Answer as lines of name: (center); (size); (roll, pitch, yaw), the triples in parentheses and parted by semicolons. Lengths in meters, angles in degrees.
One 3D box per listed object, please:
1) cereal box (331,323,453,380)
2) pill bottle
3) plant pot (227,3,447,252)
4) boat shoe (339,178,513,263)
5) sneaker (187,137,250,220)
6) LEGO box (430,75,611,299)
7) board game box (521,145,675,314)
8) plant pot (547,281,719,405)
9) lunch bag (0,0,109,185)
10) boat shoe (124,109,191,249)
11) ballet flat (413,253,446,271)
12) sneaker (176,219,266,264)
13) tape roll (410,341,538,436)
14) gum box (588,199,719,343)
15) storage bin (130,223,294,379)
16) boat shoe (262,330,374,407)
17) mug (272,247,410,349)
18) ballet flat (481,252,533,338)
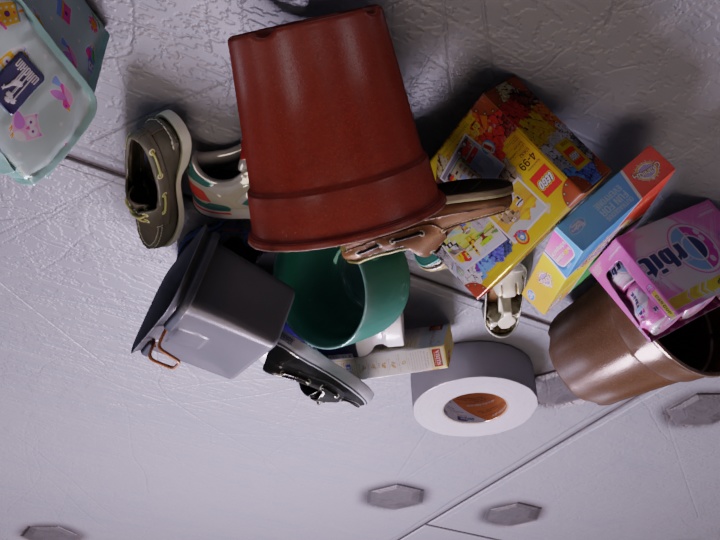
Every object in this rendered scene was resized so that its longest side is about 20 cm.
cereal box: (0.031, 0.121, 1.314); (0.200, 0.040, 0.144); (-8, -173, 11)
pill bottle: (-0.042, 0.063, 1.242); (0.200, 0.116, 0.116); (-6, 143, 4)
plant pot: (-0.032, -0.142, 0.873); (0.200, 0.201, 0.196); (-9, 107, 10)
boat shoe: (0.069, -0.052, 0.971); (0.200, 0.072, 0.068); (-8, 104, 23)
sneaker: (-0.103, -0.107, 1.048); (0.199, 0.070, 0.093); (0, 149, 3)
LEGO box: (0.151, -0.088, 1.012); (0.149, 0.077, 0.200); (46, 135, 9)
board game box: (0.272, -0.041, 1.066); (0.153, 0.040, 0.200); (-39, 164, -15)
plant pot: (0.370, 0.080, 1.230); (0.200, 0.201, 0.198); (17, 147, -23)
lunch bag: (-0.321, -0.197, 0.816); (0.122, 0.200, 0.170); (-13, 141, 16)
boat shoe: (-0.241, -0.094, 1.049); (0.060, 0.072, 0.202); (-34, 156, -37)
ballet flat: (0.152, -0.059, 1.136); (0.071, 0.071, 0.200); (28, 134, -33)
sneaker: (-0.176, -0.020, 1.156); (0.075, 0.079, 0.200); (24, 136, -29)
tape roll: (0.181, 0.194, 1.464); (0.200, 0.066, 0.200); (0, 143, 0)
gum box: (0.381, -0.002, 1.097); (0.200, 0.114, 0.066); (-20, 153, -33)
storage bin: (-0.176, 0.059, 1.092); (0.134, 0.146, 0.200); (27, 148, -15)
boat shoe: (-0.056, 0.139, 1.175); (0.069, 0.057, 0.200); (22, 167, 43)
mug: (-0.003, 0.010, 1.106); (0.185, 0.152, 0.114); (0, -170, 40)
ballet flat: (0.200, 0.023, 1.239); (0.067, 0.064, 0.200); (-3, 143, 2)
